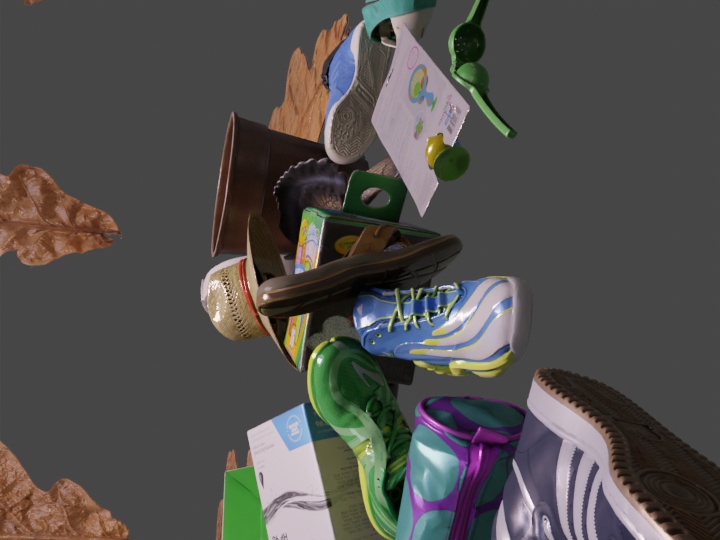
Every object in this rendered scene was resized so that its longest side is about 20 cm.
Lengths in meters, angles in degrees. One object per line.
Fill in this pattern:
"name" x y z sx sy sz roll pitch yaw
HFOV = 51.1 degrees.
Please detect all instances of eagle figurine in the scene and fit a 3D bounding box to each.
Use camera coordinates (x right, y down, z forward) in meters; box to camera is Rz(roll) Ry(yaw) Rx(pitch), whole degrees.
"eagle figurine" -0.025 -0.058 0.916 0.152 0.149 0.202 -79 -8 -66

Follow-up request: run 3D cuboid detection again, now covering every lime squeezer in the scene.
"lime squeezer" 0.109 -0.188 0.663 0.070 0.038 0.202 -18 60 39

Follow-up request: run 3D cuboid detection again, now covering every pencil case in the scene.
"pencil case" 0.063 0.189 0.522 0.092 0.084 0.202 -73 -7 -82

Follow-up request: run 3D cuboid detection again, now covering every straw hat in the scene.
"straw hat" -0.136 0.037 0.900 0.201 0.084 0.203 -16 -90 -84

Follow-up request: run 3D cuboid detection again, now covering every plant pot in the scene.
"plant pot" -0.100 -0.104 1.068 0.200 0.196 0.202 -171 90 -75

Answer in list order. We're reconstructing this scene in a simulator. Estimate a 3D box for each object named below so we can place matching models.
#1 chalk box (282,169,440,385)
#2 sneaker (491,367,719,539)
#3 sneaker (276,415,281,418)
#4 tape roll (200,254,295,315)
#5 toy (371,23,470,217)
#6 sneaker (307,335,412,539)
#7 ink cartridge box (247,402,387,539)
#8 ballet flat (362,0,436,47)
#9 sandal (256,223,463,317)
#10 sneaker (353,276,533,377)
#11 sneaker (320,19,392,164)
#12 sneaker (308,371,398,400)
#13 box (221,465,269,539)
"chalk box" 0.000 0.000 0.785 0.124 0.124 0.202 -150 70 -74
"sneaker" 0.120 0.131 0.359 0.200 0.069 0.109 -115 39 -76
"sneaker" -0.102 0.272 1.092 0.070 0.089 0.201 -100 23 -49
"tape roll" -0.131 0.037 1.105 0.203 0.201 0.037 124 148 -59
"toy" 0.068 -0.153 0.756 0.201 0.047 0.116 -107 32 -51
"sneaker" 0.022 0.144 0.647 0.083 0.074 0.201 -6 112 59
"ink cartridge box" -0.041 0.243 0.761 0.116 0.067 0.202 -34 65 44
"ballet flat" 0.052 -0.302 0.888 0.200 0.067 0.071 -145 40 -74
"sandal" 0.002 -0.008 0.642 0.054 0.198 0.080 69 155 18
"sneaker" 0.053 0.046 0.593 0.200 0.104 0.077 138 138 -68
"sneaker" -0.015 -0.240 1.046 0.111 0.076 0.202 -178 100 -69
"sneaker" -0.024 0.156 0.865 0.201 0.067 0.109 18 100 63
"box" -0.094 0.357 0.881 0.201 0.096 0.177 -97 -7 -45
